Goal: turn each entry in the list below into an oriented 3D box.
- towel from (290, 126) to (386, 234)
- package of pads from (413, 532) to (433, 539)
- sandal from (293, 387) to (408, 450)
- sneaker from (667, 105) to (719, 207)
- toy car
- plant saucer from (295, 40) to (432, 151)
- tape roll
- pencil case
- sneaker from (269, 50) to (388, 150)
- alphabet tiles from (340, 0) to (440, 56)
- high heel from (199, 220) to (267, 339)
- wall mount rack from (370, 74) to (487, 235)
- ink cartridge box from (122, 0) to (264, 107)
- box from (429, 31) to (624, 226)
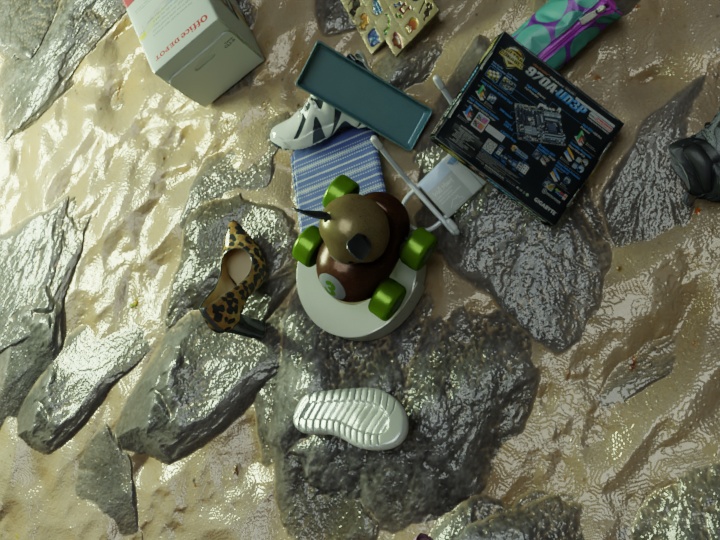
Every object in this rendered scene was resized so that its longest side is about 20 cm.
[{"bbox_3d":[-0.032,-0.125,1.192,0.143,0.024,0.202,-21,54,16],"label":"towel"},{"bbox_3d":[0.057,0.444,0.999,0.120,0.075,0.201,41,98,28],"label":"package of pads"},{"bbox_3d":[-0.007,0.205,1.113,0.201,0.050,0.083,3,64,41],"label":"sandal"},{"bbox_3d":[0.427,-0.172,0.960,0.112,0.075,0.203,-2,79,24],"label":"sneaker"},{"bbox_3d":[-0.015,-0.034,1.021,0.163,0.200,0.159,34,97,15],"label":"toy car"},{"bbox_3d":[0.006,-0.249,1.153,0.071,0.198,0.019,-60,19,10],"label":"plant saucer"},{"bbox_3d":[0.000,0.000,1.163,0.200,0.037,0.206,-7,74,25],"label":"tape roll"},{"bbox_3d":[0.250,-0.304,1.079,0.200,0.085,0.093,-43,19,13],"label":"pencil case"},{"bbox_3d":[-0.063,-0.266,1.201,0.196,0.131,0.080,-11,28,24],"label":"sneaker"},{"bbox_3d":[0.040,-0.439,1.225,0.167,0.007,0.202,-40,72,36],"label":"alphabet tiles"},{"bbox_3d":[-0.202,0.000,1.207,0.071,0.142,0.203,-21,68,21],"label":"high heel"},{"bbox_3d":[0.116,-0.152,1.088,0.200,0.075,0.174,-43,87,2],"label":"wall mount rack"},{"bbox_3d":[-0.283,-0.413,1.352,0.144,0.144,0.202,-33,64,15],"label":"ink cartridge box"},{"bbox_3d":[0.212,-0.178,1.028,0.199,0.046,0.160,34,92,-7],"label":"box"}]
